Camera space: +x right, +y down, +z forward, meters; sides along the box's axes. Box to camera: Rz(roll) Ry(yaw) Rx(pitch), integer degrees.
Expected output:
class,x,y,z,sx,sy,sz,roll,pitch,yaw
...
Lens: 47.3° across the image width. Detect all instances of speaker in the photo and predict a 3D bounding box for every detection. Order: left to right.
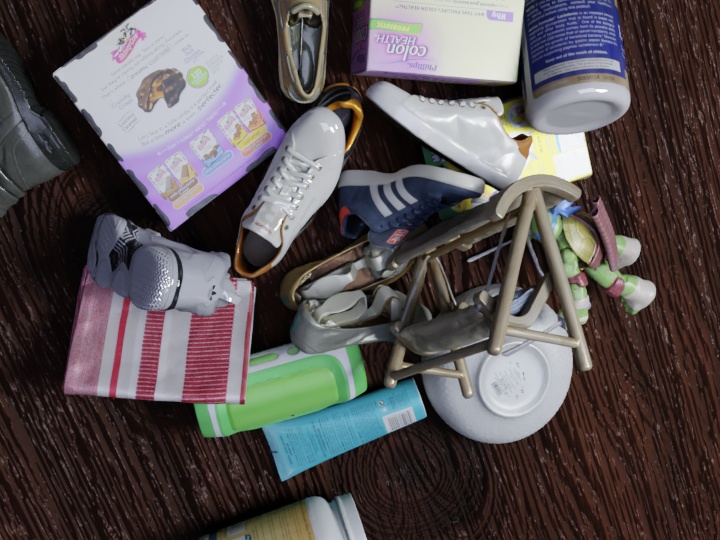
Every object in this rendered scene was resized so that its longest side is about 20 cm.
class,x,y,z,sx,sy,sz,roll,pitch,yaw
speaker,-0.096,0.132,0.965,0.197,0.088,0.090,-15,103,-9

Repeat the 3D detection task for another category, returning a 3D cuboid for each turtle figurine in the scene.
class,x,y,z,sx,sy,sz,roll,pitch,yaw
turtle figurine,0.246,0.000,0.996,0.191,0.144,0.203,15,106,-29

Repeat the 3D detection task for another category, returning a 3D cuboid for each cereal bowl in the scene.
class,x,y,z,sx,sy,sz,roll,pitch,yaw
cereal bowl,0.178,0.123,1.021,0.196,0.083,0.204,-2,101,-12

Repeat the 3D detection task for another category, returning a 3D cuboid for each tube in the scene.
class,x,y,z,sx,sy,sz,roll,pitch,yaw
tube,-0.018,0.191,1.014,0.197,0.050,0.079,-20,100,-2

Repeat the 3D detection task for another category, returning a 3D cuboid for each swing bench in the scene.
class,x,y,z,sx,sy,sz,roll,pitch,yaw
swing bench,0.126,0.017,0.877,0.128,0.198,0.204,12,68,-28

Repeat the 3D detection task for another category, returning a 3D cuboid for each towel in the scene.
class,x,y,z,sx,sy,sz,roll,pitch,yaw
towel,-0.220,0.071,0.915,0.196,0.023,0.147,5,72,-6

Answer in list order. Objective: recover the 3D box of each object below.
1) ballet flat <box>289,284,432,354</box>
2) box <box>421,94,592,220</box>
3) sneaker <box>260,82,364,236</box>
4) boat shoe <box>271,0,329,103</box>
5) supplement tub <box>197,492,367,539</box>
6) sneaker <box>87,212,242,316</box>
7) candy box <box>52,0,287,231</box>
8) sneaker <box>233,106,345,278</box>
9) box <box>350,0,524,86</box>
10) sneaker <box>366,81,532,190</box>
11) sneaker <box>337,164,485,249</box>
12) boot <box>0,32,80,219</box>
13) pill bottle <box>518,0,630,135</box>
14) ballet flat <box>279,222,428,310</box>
class,x,y,z,sx,sy,sz,roll,pitch,yaw
ballet flat,0.011,0.050,0.948,0.197,0.067,0.064,-10,131,-34
box,0.171,-0.142,0.988,0.197,0.048,0.119,-18,102,-10
sneaker,-0.057,-0.120,0.930,0.077,0.077,0.202,25,96,-17
boat shoe,-0.062,-0.287,0.898,0.070,0.076,0.204,-9,102,-9
supplement tub,-0.086,0.358,0.976,0.197,0.145,0.147,-18,103,-7
sneaker,-0.212,-0.002,0.883,0.114,0.199,0.076,14,98,-42
candy box,-0.200,-0.177,0.893,0.167,0.072,0.201,-36,106,-3
sneaker,-0.076,-0.074,0.871,0.072,0.085,0.202,27,113,0
box,0.086,-0.315,0.914,0.173,0.097,0.204,1,99,-12
sneaker,0.101,-0.168,0.906,0.198,0.073,0.086,28,98,-19
sneaker,0.052,-0.066,0.907,0.074,0.198,0.086,11,84,-42
boot,-0.400,-0.161,0.861,0.129,0.068,0.202,-30,103,1
pill bottle,0.230,-0.265,0.918,0.114,0.116,0.204,-2,78,-11
ballet flat,0.000,0.000,0.971,0.198,0.063,0.069,-27,102,-6
